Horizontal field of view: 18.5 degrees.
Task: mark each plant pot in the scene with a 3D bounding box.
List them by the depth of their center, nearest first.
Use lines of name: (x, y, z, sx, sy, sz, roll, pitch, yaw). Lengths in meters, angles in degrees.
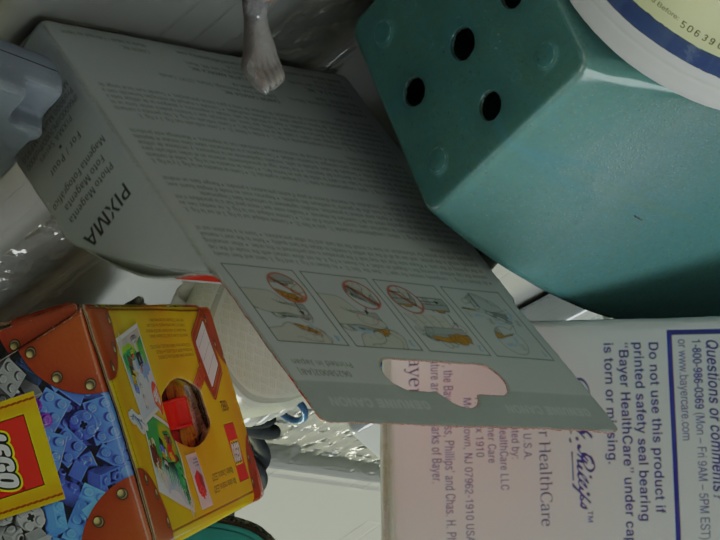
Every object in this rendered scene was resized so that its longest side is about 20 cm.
plant pot: (0.107, -0.073, 0.854, 0.199, 0.142, 0.141, 9, 140, -43)

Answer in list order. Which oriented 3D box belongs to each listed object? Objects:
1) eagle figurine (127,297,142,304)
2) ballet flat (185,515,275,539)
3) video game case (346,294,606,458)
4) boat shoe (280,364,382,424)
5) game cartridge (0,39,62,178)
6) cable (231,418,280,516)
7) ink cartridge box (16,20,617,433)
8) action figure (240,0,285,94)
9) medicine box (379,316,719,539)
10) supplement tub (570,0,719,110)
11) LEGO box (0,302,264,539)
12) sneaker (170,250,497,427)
eagle figurine: (-0.178, 0.090, 0.931, 0.152, 0.149, 0.202, -61, 163, -67)
ballet flat: (-0.137, 0.163, 1.070, 0.198, 0.068, 0.075, -16, 175, -15)
video game case: (0.103, 0.063, 1.244, 0.199, 0.022, 0.182, -29, 155, 6)
boat shoe: (-0.014, 0.036, 1.013, 0.068, 0.085, 0.200, -31, 153, 22)
game cartridge: (-0.209, -0.023, 0.742, 0.133, 0.041, 0.200, 16, 131, -45)
cable: (-0.118, 0.111, 1.115, 0.162, 0.051, 0.201, -21, 153, -21)
ink cartridge box: (-0.022, -0.002, 0.785, 0.162, 0.201, 0.057, 6, 133, -47)
action figure: (-0.072, -0.145, 0.631, 0.198, 0.105, 0.194, 15, 134, -15)
medicine box: (0.107, 0.086, 0.913, 0.198, 0.104, 0.182, -1, 168, 1)
supplement tub: (0.155, -0.160, 0.706, 0.144, 0.146, 0.200, -11, 152, -28)
LEGO box: (-0.125, 0.068, 0.728, 0.148, 0.078, 0.200, -18, 177, 6)
sneaker: (0.000, 0.000, 0.905, 0.081, 0.076, 0.200, -23, -173, 45)
